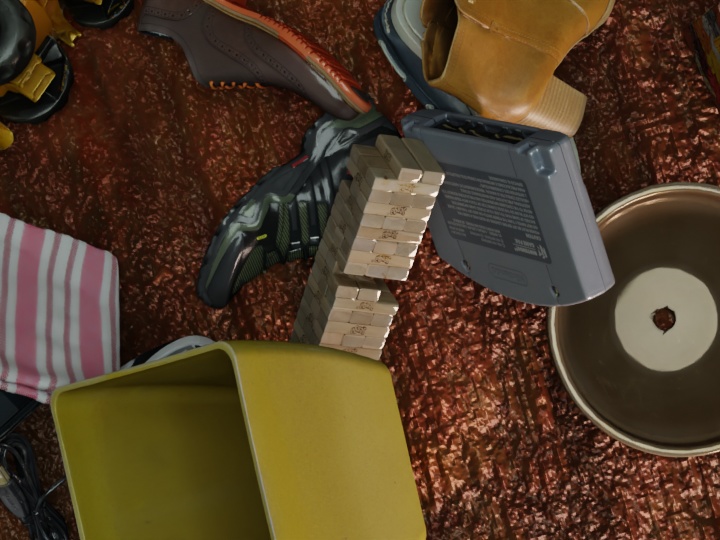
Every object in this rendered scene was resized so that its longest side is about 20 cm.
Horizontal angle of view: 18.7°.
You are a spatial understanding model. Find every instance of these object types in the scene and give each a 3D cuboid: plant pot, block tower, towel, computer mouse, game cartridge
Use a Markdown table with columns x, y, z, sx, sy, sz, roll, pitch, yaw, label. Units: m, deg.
| x | y | z | sx | sy | sz | roll | pitch | yaw | label |
| --- | --- | --- | --- | --- | --- | --- | --- | --- | --- |
| 0.233 | 0.036 | 1.637 | 0.200 | 0.093 | 0.202 | 0 | 89 | -3 | plant pot |
| 0.000 | 0.000 | 1.603 | 0.054 | 0.058 | 0.201 | 7 | 118 | -24 | block tower |
| -0.254 | 0.019 | 1.569 | 0.199 | 0.030 | 0.147 | 21 | 47 | -33 | towel |
| -0.071 | 0.150 | 1.528 | 0.176 | 0.200 | 0.201 | -11 | 86 | -46 | plant pot |
| -0.184 | 0.119 | 1.640 | 0.200 | 0.044 | 0.110 | -37 | 117 | -7 | computer mouse |
| 0.104 | -0.043 | 1.565 | 0.040 | 0.200 | 0.134 | -25 | 111 | -24 | game cartridge |

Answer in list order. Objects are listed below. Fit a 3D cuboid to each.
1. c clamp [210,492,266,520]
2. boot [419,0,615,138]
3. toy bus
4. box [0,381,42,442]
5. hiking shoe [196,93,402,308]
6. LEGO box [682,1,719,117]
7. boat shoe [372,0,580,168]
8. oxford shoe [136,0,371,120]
| x | y | z | sx | sy | sz | roll | pitch | yaw | label |
| --- | --- | --- | --- | --- | --- | --- | --- | --- | --- |
| -0.057 | 0.281 | 1.642 | 0.170 | 0.027 | 0.201 | 14 | 85 | -20 | c clamp |
| 0.112 | -0.203 | 1.599 | 0.144 | 0.071 | 0.202 | 26 | 63 | -35 | boot |
| -0.281 | -0.221 | 1.616 | 0.192 | 0.136 | 0.200 | 36 | 86 | 15 | toy bus |
| -0.306 | 0.031 | 1.586 | 0.200 | 0.159 | 0.046 | 44 | 120 | 0 | box |
| -0.036 | -0.035 | 1.636 | 0.101 | 0.076 | 0.200 | 43 | 87 | 2 | hiking shoe |
| 0.352 | -0.194 | 1.616 | 0.199 | 0.149 | 0.077 | -25 | 90 | -2 | LEGO box |
| 0.084 | -0.126 | 1.644 | 0.200 | 0.062 | 0.075 | 45 | 63 | -9 | boat shoe |
| -0.079 | -0.157 | 1.629 | 0.200 | 0.071 | 0.073 | 35 | 95 | 22 | oxford shoe |
